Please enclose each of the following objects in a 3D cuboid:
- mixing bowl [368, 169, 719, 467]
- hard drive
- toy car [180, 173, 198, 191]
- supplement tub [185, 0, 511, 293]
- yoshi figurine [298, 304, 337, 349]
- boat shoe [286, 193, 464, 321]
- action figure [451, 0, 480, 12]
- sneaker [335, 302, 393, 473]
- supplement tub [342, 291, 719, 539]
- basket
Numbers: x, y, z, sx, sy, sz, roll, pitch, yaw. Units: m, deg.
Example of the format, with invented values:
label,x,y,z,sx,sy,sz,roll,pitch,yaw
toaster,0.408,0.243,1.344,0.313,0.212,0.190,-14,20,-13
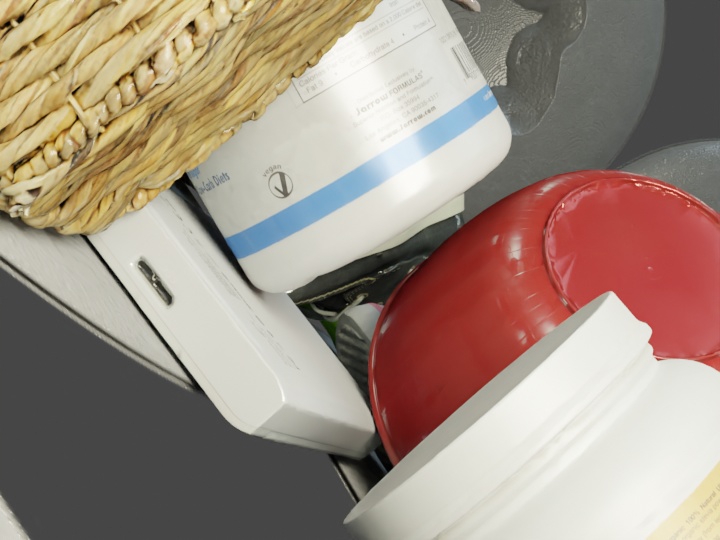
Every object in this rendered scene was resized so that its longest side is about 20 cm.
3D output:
label,x,y,z,sx,sy,sz,roll,pitch,yaw
mixing bowl,0.111,0.030,0.674,0.201,0.199,0.109,51,-34,23
hard drive,-0.052,0.018,0.641,0.132,0.026,0.200,51,2,15
toy car,-0.114,-0.160,0.964,0.199,0.158,0.164,39,5,13
supplement tub,-0.036,-0.106,0.636,0.201,0.131,0.132,59,2,-5
yoshi figurine,0.001,-0.002,1.008,0.113,0.111,0.200,56,5,-4
boat shoe,0.000,0.000,0.844,0.071,0.068,0.199,9,15,31
action figure,-0.015,-0.104,0.814,0.104,0.194,0.200,42,-13,0
sneaker,0.075,0.088,0.791,0.201,0.104,0.075,54,-26,12
supplement tub,0.102,0.122,0.511,0.200,0.144,0.144,50,3,4
basket,-0.070,-0.129,0.499,0.149,0.200,0.143,49,4,5
